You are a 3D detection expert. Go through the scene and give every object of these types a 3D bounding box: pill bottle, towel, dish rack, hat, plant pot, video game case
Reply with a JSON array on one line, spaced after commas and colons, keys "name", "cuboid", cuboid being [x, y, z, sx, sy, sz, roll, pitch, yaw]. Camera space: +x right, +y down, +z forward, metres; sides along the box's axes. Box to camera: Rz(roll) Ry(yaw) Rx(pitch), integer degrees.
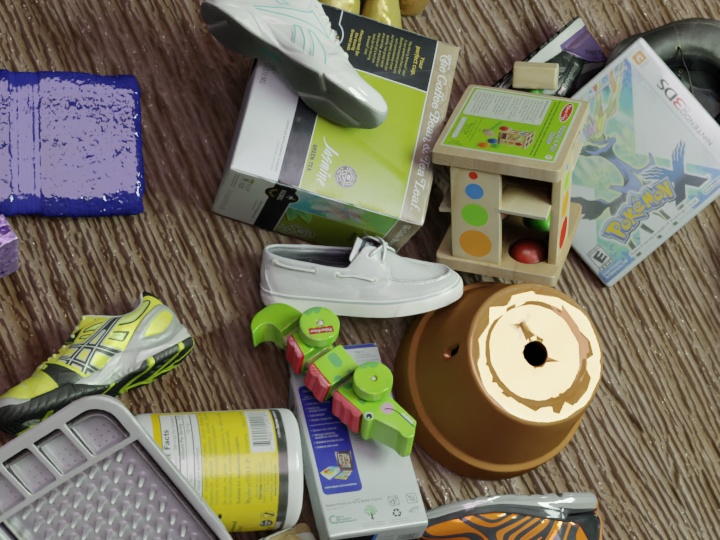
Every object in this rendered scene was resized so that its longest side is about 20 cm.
[{"name": "pill bottle", "cuboid": [-0.158, 0.183, 1.159, 0.199, 0.111, 0.112, 0, 74, -13]}, {"name": "towel", "cuboid": [-0.314, -0.122, 1.249, 0.199, 0.050, 0.148, -1, 81, -16]}, {"name": "dish rack", "cuboid": [-0.218, 0.203, 1.077, 0.171, 0.044, 0.200, -32, 108, 12]}, {"name": "hat", "cuboid": [0.359, -0.180, 1.427, 0.200, 0.081, 0.201, 0, 74, 0]}, {"name": "plant pot", "cuboid": [0.146, 0.097, 1.252, 0.199, 0.140, 0.201, 4, 74, -14]}, {"name": "video game case", "cuboid": [0.281, -0.114, 1.364, 0.200, 0.022, 0.182, -41, 88, 8]}]

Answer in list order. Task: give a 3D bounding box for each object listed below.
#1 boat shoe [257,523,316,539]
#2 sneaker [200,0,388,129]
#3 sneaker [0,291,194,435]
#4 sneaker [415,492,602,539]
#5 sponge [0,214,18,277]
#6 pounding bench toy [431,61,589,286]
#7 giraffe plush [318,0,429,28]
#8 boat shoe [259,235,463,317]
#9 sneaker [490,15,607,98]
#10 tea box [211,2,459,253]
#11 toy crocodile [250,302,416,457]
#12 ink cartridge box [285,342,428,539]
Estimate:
[{"name": "boat shoe", "cuboid": [-0.131, 0.283, 1.169, 0.199, 0.072, 0.076, -13, 51, -17]}, {"name": "sneaker", "cuboid": [-0.048, -0.210, 1.189, 0.200, 0.070, 0.080, 38, 66, 2]}, {"name": "sneaker", "cuboid": [-0.257, 0.088, 1.190, 0.200, 0.075, 0.077, -25, 74, -31]}, {"name": "sneaker", "cuboid": [0.148, 0.275, 1.232, 0.199, 0.078, 0.112, 0, 73, -15]}, {"name": "sponge", "cuboid": [-0.402, 0.019, 1.143, 0.200, 0.112, 0.030, -30, 85, -21]}, {"name": "pounding bench toy", "cuboid": [0.162, -0.101, 1.296, 0.124, 0.156, 0.200, 11, 42, 18]}, {"name": "giraffe plush", "cuboid": [0.013, -0.349, 1.339, 0.172, 0.162, 0.201, 17, 70, -9]}, {"name": "boat shoe", "cuboid": [0.000, 0.000, 1.252, 0.199, 0.072, 0.069, 2, 115, 10]}, {"name": "sneaker", "cuboid": [0.199, -0.191, 1.392, 0.200, 0.076, 0.088, -40, 93, -22]}, {"name": "tea box", "cuboid": [-0.025, -0.140, 1.281, 0.196, 0.134, 0.201, 17, 70, -9]}, {"name": "toy crocodile", "cuboid": [-0.024, 0.101, 1.204, 0.062, 0.068, 0.200, -34, 66, -28]}, {"name": "ink cartridge box", "cuboid": [-0.009, 0.165, 1.225, 0.099, 0.039, 0.200, -4, 56, -16]}]
